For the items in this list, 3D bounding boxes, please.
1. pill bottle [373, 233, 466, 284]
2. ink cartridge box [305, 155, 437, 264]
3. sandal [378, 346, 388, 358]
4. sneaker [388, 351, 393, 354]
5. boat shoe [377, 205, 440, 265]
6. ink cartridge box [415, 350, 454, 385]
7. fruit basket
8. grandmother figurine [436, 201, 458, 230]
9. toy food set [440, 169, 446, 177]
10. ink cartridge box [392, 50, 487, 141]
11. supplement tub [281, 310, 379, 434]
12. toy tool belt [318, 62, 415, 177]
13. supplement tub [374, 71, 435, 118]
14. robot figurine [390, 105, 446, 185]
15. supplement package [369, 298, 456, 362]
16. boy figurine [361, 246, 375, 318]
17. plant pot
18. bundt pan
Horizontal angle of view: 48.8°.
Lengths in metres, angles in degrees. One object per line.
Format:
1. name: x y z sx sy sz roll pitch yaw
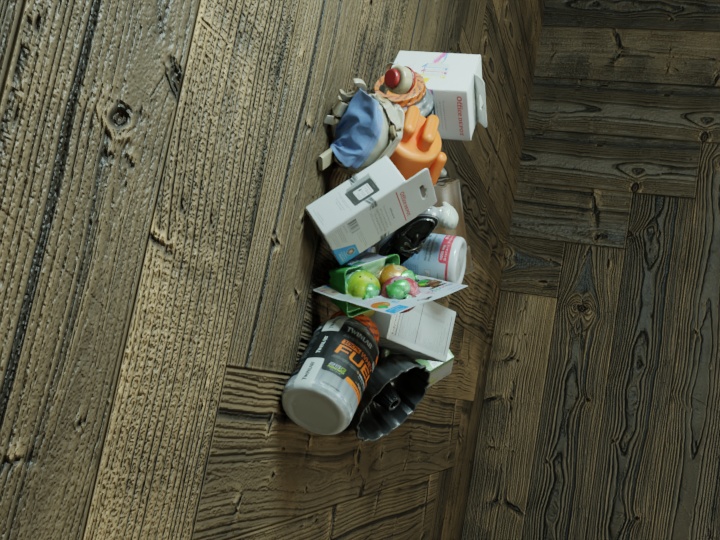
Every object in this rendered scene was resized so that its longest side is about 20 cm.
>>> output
1. pill bottle: 0.104 -0.024 1.580 0.109 0.200 0.109 8 90 -72
2. ink cartridge box: 0.021 -0.109 1.321 0.200 0.067 0.116 -33 151 -4
3. sandal: 0.039 0.134 1.702 0.082 0.050 0.203 82 16 -85
4. sneaker: 0.118 0.176 1.838 0.200 0.084 0.077 -56 163 5
5. boat shoe: 0.084 -0.052 1.442 0.200 0.070 0.066 -37 -133 56
6. ink cartridge box: 0.147 0.264 1.899 0.145 0.048 0.200 -29 152 -14
7. fruit basket: 0.049 0.025 1.349 0.185 0.200 0.094 -17 106 -40
8. grandmother figurine: 0.086 -0.107 1.491 0.121 0.200 0.061 -41 137 -63
9. toy food set: 0.165 -0.190 1.921 0.143 0.060 0.200 10 88 -72
10. ink cartridge box: 0.165 -0.358 1.624 0.129 0.200 0.125 76 28 -49
11. supplement tub: -0.043 0.167 1.340 0.200 0.122 0.123 -63 154 -46
12. toy tool belt: 0.007 -0.250 1.308 0.123 0.125 0.200 0 123 -44
13. supplement tub: 0.088 -0.282 1.550 0.200 0.122 0.123 75 29 -49
14. robot figurine: 0.074 -0.209 1.450 0.117 0.144 0.200 66 -32 19
15. supplement package: 0.085 0.106 1.607 0.200 0.109 0.114 26 72 -44
16. boy figurine: 0.000 0.000 1.494 0.124 0.064 0.200 -53 147 -49
17. plant pot: 0.145 -0.097 1.717 0.200 0.200 0.199 -32 120 -67
18. bundt pan: 0.046 0.250 1.623 0.202 0.076 0.202 -31 145 -25
